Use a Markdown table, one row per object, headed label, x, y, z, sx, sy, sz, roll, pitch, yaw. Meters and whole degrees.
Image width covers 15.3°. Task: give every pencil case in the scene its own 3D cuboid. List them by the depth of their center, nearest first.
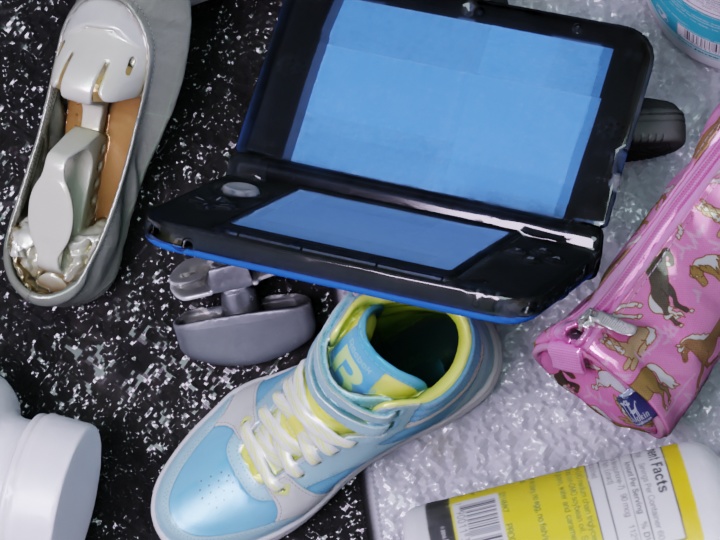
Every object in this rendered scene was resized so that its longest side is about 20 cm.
| label | x | y | z | sx | sy | sz | roll | pitch | yaw |
| --- | --- | --- | --- | --- | --- | --- | --- | --- | --- |
| pencil case | 0.172 | -0.014 | 1.333 | 0.083 | 0.087 | 0.200 | 38 | 81 | -1 |

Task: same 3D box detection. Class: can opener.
| label | x | y | z | sx | sy | sz | roll | pitch | yaw |
| --- | --- | --- | --- | --- | --- | --- | --- | --- | --- |
| can opener | 0.000 | 0.000 | 1.377 | 0.199 | 0.053 | 0.067 | -11 | 109 | 3 |

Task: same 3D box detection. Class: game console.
| label | x | y | z | sx | sy | sz | roll | pitch | yaw |
| --- | --- | --- | --- | --- | --- | --- | --- | --- | --- |
| game console | 0.020 | -0.064 | 1.292 | 0.199 | 0.171 | 0.119 | 12 | 106 | 19 |

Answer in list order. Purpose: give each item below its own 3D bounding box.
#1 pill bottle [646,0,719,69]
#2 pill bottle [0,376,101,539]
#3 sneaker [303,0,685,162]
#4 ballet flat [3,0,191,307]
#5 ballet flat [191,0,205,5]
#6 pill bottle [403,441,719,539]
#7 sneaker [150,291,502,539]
| label | x | y | z | sx | sy | sz | roll | pitch | yaw |
| --- | --- | --- | --- | --- | --- | --- | --- | --- | --- |
| pill bottle | 0.192 | -0.174 | 1.307 | 0.110 | 0.200 | 0.111 | -1 | 78 | 5 |
| pill bottle | -0.236 | 0.095 | 1.340 | 0.199 | 0.112 | 0.113 | 12 | 80 | 9 |
| sneaker | 0.067 | -0.110 | 1.377 | 0.199 | 0.060 | 0.105 | -1 | 80 | 14 |
| ballet flat | -0.134 | -0.075 | 1.358 | 0.067 | 0.064 | 0.201 | 19 | 103 | 18 |
| ballet flat | -0.117 | -0.176 | 1.414 | 0.199 | 0.071 | 0.067 | 24 | 37 | 14 |
| pill bottle | 0.128 | 0.147 | 1.291 | 0.199 | 0.114 | 0.115 | -13 | 77 | 3 |
| sneaker | -0.025 | 0.068 | 1.315 | 0.200 | 0.131 | 0.080 | -35 | 78 | -2 |
